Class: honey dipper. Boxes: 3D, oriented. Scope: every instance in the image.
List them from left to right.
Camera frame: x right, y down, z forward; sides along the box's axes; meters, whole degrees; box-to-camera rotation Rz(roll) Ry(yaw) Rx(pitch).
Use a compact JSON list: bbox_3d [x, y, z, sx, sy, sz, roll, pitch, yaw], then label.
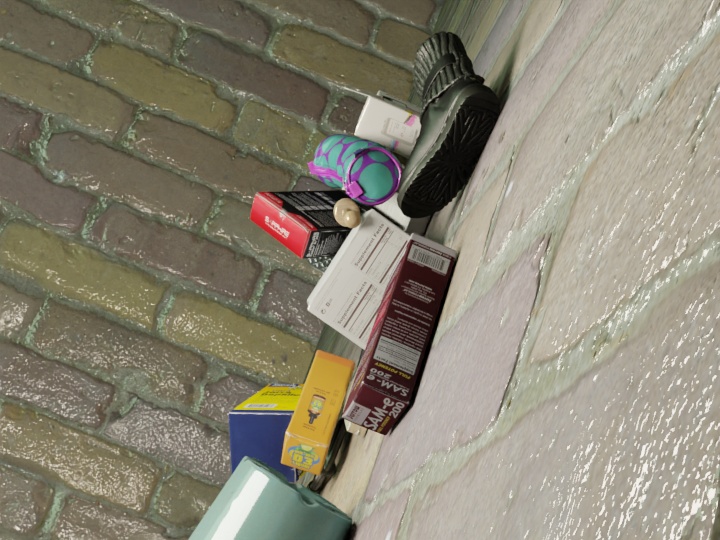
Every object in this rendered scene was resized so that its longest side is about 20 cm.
[{"bbox_3d":[-0.017,-0.075,1.515,0.200,0.037,0.039,-111,43,-84],"label":"honey dipper"}]

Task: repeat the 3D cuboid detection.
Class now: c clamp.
[{"bbox_3d":[-0.053,0.302,1.756,0.201,0.027,0.172,114,-179,-57],"label":"c clamp"}]

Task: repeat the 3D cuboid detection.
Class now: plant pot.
[{"bbox_3d":[-0.118,0.333,1.285,0.198,0.198,0.200,-61,3,-7],"label":"plant pot"}]

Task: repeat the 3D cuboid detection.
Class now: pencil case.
[{"bbox_3d":[-0.009,-0.153,1.688,0.086,0.091,0.200,70,168,-17],"label":"pencil case"}]

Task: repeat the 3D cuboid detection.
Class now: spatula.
[{"bbox_3d":[-0.012,0.171,1.890,0.057,0.020,0.201,-92,23,-50],"label":"spatula"}]

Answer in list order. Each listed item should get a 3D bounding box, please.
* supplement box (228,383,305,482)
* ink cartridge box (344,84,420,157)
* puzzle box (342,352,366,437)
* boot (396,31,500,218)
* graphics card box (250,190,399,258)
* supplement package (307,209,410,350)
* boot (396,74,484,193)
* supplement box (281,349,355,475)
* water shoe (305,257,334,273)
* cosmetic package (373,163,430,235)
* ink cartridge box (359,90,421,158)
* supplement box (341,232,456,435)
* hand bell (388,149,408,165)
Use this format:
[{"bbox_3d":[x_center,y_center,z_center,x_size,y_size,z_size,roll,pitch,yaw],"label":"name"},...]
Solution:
[{"bbox_3d":[-0.125,0.256,1.809,0.200,0.108,0.111,-29,-63,-74],"label":"supplement box"},{"bbox_3d":[0.056,-0.226,1.788,0.117,0.197,0.068,-85,18,-79],"label":"ink cartridge box"},{"bbox_3d":[0.012,0.154,1.594,0.200,0.025,0.135,-144,76,-86],"label":"puzzle box"},{"bbox_3d":[0.096,-0.190,1.486,0.212,0.079,0.159,-57,37,25],"label":"boot"},{"bbox_3d":[-0.052,-0.072,1.681,0.198,0.125,0.052,-7,-56,-48],"label":"graphics card box"},{"bbox_3d":[0.012,0.012,1.535,0.157,0.110,0.200,-57,4,0],"label":"supplement package"},{"bbox_3d":[0.118,-0.184,1.620,0.200,0.071,0.169,165,125,-74],"label":"boot"},{"bbox_3d":[-0.063,0.209,1.689,0.201,0.066,0.070,-69,-4,-56],"label":"supplement box"},{"bbox_3d":[0.000,0.000,1.712,0.078,0.200,0.072,-11,-43,-52],"label":"water shoe"},{"bbox_3d":[0.052,-0.059,1.758,0.050,0.082,0.203,9,-73,-50],"label":"cosmetic package"},{"bbox_3d":[0.077,-0.235,1.949,0.200,0.146,0.087,-82,15,-72],"label":"ink cartridge box"},{"bbox_3d":[0.044,0.072,1.285,0.109,0.060,0.202,116,175,-61],"label":"supplement box"},{"bbox_3d":[0.009,-0.089,1.807,0.104,0.103,0.203,145,147,-84],"label":"hand bell"}]
